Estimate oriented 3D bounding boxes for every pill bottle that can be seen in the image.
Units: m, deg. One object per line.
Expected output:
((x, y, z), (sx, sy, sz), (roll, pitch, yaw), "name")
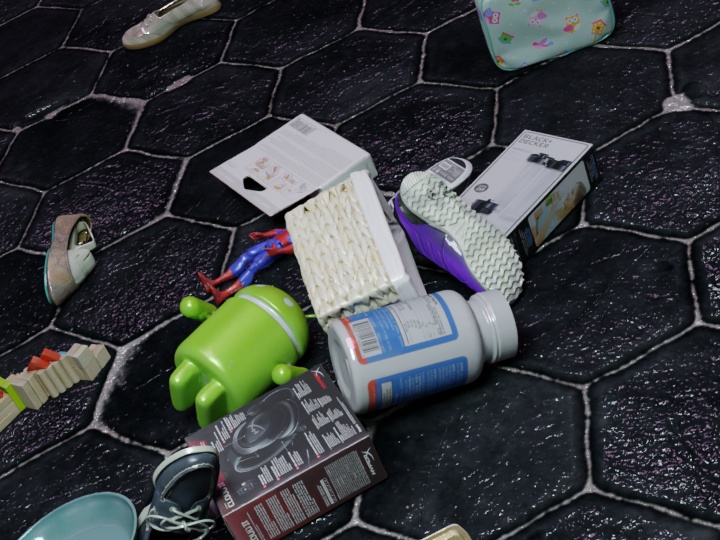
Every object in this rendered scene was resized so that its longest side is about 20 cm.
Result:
((0.072, 0.086, 1.543), (0.200, 0.112, 0.112), (-14, 35, -13), "pill bottle")

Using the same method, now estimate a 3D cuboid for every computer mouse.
((0.074, -0.078, 1.822), (0.200, 0.044, 0.110), (-36, 33, -8), "computer mouse")

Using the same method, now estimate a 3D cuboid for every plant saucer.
((-0.319, 0.328, 1.474), (0.200, 0.036, 0.200), (-24, 29, 14), "plant saucer")

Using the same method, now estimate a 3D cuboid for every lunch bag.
((0.274, -0.398, 2.016), (0.200, 0.160, 0.077), (-18, 37, 7), "lunch bag")

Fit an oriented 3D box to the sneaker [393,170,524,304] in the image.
((0.115, -0.029, 1.675), (0.070, 0.100, 0.200), (-39, 84, -29), "sneaker")

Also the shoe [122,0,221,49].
((-0.360, -0.476, 2.537), (0.200, 0.053, 0.070), (-27, 36, -6), "shoe")

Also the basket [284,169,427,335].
((0.000, 0.000, 1.663), (0.123, 0.136, 0.200), (-25, 48, 7), "basket")

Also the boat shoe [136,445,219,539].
((-0.194, 0.256, 1.435), (0.075, 0.200, 0.062), (8, 47, -28), "boat shoe")

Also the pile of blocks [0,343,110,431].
((-0.436, 0.137, 1.802), (0.200, 0.062, 0.082), (-30, 37, -10), "pile of blocks")

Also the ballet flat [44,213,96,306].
((-0.424, -0.025, 1.998), (0.067, 0.068, 0.200), (-13, 39, 2), "ballet flat")

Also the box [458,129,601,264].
((0.206, -0.093, 1.753), (0.117, 0.060, 0.200), (20, 53, 42), "box")

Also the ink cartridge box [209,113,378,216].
((-0.100, -0.143, 1.989), (0.176, 0.045, 0.200), (-34, 37, -16), "ink cartridge box")

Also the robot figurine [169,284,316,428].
((-0.144, 0.098, 1.650), (0.175, 0.116, 0.200), (33, 59, 23), "robot figurine")

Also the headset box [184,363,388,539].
((-0.093, 0.213, 1.513), (0.200, 0.077, 0.149), (-30, 37, -8), "headset box")

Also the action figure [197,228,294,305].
((-0.125, -0.028, 1.860), (0.200, 0.052, 0.065), (-30, 33, -14), "action figure")

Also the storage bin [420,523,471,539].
((0.061, 0.360, 1.233), (0.199, 0.094, 0.200), (-27, 36, -5), "storage bin")
